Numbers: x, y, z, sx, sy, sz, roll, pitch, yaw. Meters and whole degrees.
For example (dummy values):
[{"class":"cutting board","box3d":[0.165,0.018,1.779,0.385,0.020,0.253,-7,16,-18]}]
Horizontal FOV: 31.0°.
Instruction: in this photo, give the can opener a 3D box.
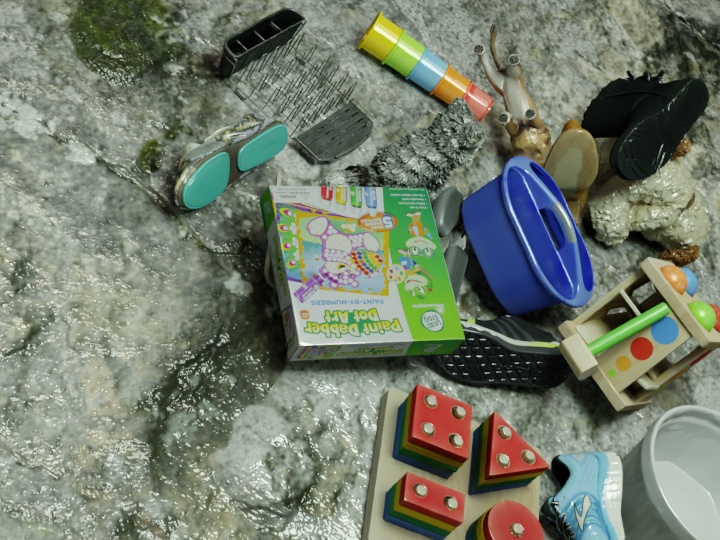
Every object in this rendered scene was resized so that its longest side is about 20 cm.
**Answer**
[{"class":"can opener","box3d":[0.097,-0.014,1.577,0.066,0.053,0.201,39,43,-26]}]

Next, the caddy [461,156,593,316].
[{"class":"caddy","box3d":[0.216,-0.041,1.602,0.141,0.105,0.201,-18,82,-55]}]

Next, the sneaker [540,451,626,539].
[{"class":"sneaker","box3d":[0.239,0.286,1.430,0.089,0.079,0.201,9,45,-2]}]

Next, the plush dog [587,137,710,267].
[{"class":"plush dog","box3d":[0.424,-0.098,1.807,0.172,0.160,0.201,47,39,-25]}]

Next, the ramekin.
[{"class":"ramekin","box3d":[0.386,0.268,1.498,0.199,0.105,0.201,17,48,-19]}]

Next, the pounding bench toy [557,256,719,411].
[{"class":"pounding bench toy","box3d":[0.334,0.070,1.536,0.125,0.156,0.200,56,21,19]}]

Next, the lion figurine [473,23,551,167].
[{"class":"lion figurine","box3d":[0.212,-0.224,1.765,0.122,0.072,0.201,39,41,-65]}]

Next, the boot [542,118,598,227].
[{"class":"boot","box3d":[0.277,-0.154,1.718,0.070,0.202,0.145,5,51,7]}]

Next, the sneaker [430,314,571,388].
[{"class":"sneaker","box3d":[0.159,0.090,1.541,0.199,0.072,0.083,16,27,-24]}]

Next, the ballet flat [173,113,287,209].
[{"class":"ballet flat","box3d":[-0.166,-0.129,1.507,0.072,0.072,0.200,45,44,7]}]

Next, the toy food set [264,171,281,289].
[{"class":"toy food set","box3d":[-0.016,-0.027,1.512,0.199,0.060,0.144,19,47,-18]}]

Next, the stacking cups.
[{"class":"stacking cups","box3d":[0.095,-0.278,1.786,0.199,0.061,0.061,31,45,-9]}]

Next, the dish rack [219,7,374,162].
[{"class":"dish rack","box3d":[-0.072,-0.230,1.647,0.200,0.055,0.153,44,45,6]}]

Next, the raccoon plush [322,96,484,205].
[{"class":"raccoon plush","box3d":[0.067,-0.137,1.600,0.200,0.134,0.097,-25,72,-43]}]

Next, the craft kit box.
[{"class":"craft kit box","box3d":[0.000,0.000,1.443,0.199,0.049,0.199,-1,65,-24]}]

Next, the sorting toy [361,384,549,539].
[{"class":"sorting toy","box3d":[0.114,0.229,1.381,0.198,0.070,0.201,23,46,-15]}]

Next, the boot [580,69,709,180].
[{"class":"boot","box3d":[0.361,-0.197,1.762,0.198,0.162,0.074,-45,118,-20]}]
